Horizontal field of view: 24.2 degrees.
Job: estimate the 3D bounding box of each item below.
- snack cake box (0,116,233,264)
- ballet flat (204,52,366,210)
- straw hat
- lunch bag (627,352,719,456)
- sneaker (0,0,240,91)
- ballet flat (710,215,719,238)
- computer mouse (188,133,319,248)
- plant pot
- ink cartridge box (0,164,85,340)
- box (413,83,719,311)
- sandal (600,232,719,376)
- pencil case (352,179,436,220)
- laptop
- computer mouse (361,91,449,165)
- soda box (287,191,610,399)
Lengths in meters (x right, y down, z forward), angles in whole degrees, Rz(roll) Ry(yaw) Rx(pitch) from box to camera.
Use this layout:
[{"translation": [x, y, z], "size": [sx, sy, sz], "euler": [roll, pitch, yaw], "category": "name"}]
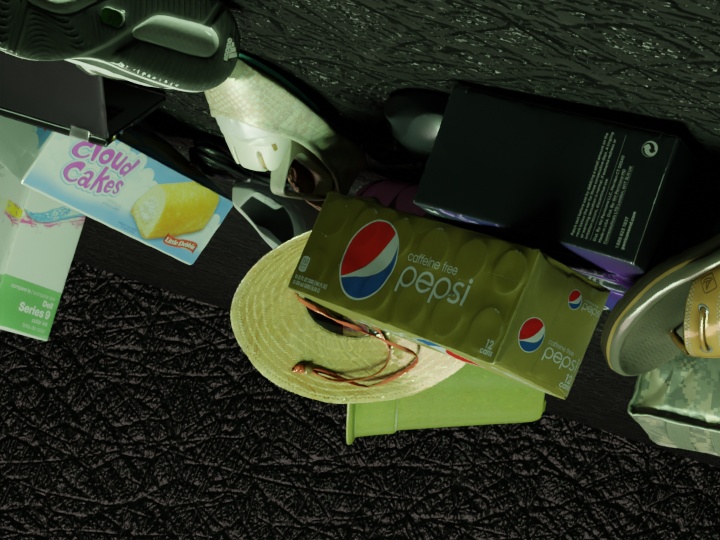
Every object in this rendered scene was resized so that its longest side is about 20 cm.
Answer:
[{"translation": [-0.208, -0.088, 1.337], "size": [0.115, 0.067, 0.199], "euler": [42, -171, 39], "category": "snack cake box"}, {"translation": [-0.051, -0.085, 1.118], "size": [0.067, 0.063, 0.200], "euler": [14, 172, 30], "category": "ballet flat"}, {"translation": [0.000, 0.000, 1.168], "size": [0.199, 0.086, 0.202], "euler": [-4, 140, -3], "category": "straw hat"}, {"translation": [0.338, 0.106, 1.414], "size": [0.198, 0.119, 0.164], "euler": [10, 171, 17], "category": "lunch bag"}, {"translation": [-0.177, -0.142, 0.936], "size": [0.199, 0.076, 0.115], "euler": [19, 172, -27], "category": "sneaker"}, {"translation": [0.292, -0.005, 0.919], "size": [0.199, 0.068, 0.070], "euler": [14, -164, 32], "category": "ballet flat"}, {"translation": [-0.062, -0.050, 1.341], "size": [0.109, 0.044, 0.200], "euler": [31, -172, -40], "category": "computer mouse"}, {"translation": [0.088, 0.075, 1.631], "size": [0.188, 0.202, 0.200], "euler": [4, 172, 2], "category": "plant pot"}, {"translation": [-0.324, -0.054, 1.502], "size": [0.144, 0.202, 0.087], "euler": [12, 174, 35], "category": "ink cartridge box"}, {"translation": [0.139, -0.030, 0.993], "size": [0.140, 0.079, 0.200], "euler": [20, 175, 30], "category": "box"}, {"translation": [0.203, 0.012, 0.886], "size": [0.081, 0.055, 0.200], "euler": [3, 149, -42], "category": "sandal"}, {"translation": [0.074, -0.020, 1.229], "size": [0.093, 0.092, 0.199], "euler": [7, -177, -37], "category": "pencil case"}, {"translation": [-0.242, -0.170, 1.165], "size": [0.186, 0.117, 0.200], "euler": [18, -158, 7], "category": "laptop"}, {"translation": [0.032, -0.079, 1.074], "size": [0.058, 0.034, 0.200], "euler": [18, 174, -9], "category": "computer mouse"}, {"translation": [0.046, 0.010, 0.971], "size": [0.064, 0.068, 0.199], "euler": [27, 175, -38], "category": "soda box"}]
